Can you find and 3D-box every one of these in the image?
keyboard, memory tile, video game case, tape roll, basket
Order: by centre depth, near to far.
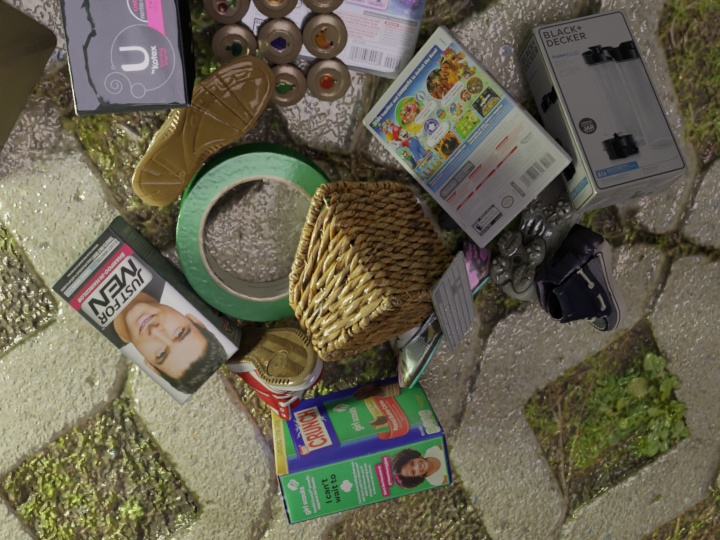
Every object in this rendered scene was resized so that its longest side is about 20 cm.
[{"bbox_3d":[-0.087,-0.264,0.894,0.150,0.017,0.203,-6,127,-2],"label":"memory tile"},{"bbox_3d":[-0.022,-0.315,0.919,0.196,0.024,0.185,9,108,-12],"label":"video game case"},{"bbox_3d":[0.113,-0.144,0.941,0.200,0.018,0.143,46,121,3],"label":"video game case"},{"bbox_3d":[0.000,0.000,0.954,0.142,0.199,0.150,-39,76,29],"label":"basket"},{"bbox_3d":[0.108,0.040,0.967,0.011,0.200,0.056,36,79,23],"label":"keyboard"},{"bbox_3d":[-0.113,-0.043,0.991,0.196,0.048,0.204,-3,110,-9],"label":"tape roll"}]

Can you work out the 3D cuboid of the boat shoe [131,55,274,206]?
[{"bbox_3d":[-0.172,-0.159,0.920,0.199,0.070,0.074,-41,118,14],"label":"boat shoe"}]

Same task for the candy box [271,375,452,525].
[{"bbox_3d":[-0.005,0.210,1.038,0.196,0.169,0.078,-15,109,-4],"label":"candy box"}]

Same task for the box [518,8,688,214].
[{"bbox_3d":[0.262,-0.176,0.939,0.114,0.060,0.203,-13,74,-10],"label":"box"}]

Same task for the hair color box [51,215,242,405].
[{"bbox_3d":[-0.241,0.046,0.981,0.099,0.061,0.200,-43,104,8],"label":"hair color box"}]

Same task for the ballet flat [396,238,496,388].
[{"bbox_3d":[0.089,0.047,1.055,0.071,0.069,0.201,34,96,-7],"label":"ballet flat"}]

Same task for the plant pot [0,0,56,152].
[{"bbox_3d":[-0.436,-0.180,0.812,0.198,0.177,0.202,29,104,-19],"label":"plant pot"}]

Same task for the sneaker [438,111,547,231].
[{"bbox_3d":[0.165,-0.126,1.000,0.198,0.066,0.091,-34,88,9],"label":"sneaker"}]

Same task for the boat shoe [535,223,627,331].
[{"bbox_3d":[0.263,0.036,1.038,0.093,0.074,0.201,-46,138,-12],"label":"boat shoe"}]

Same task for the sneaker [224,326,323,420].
[{"bbox_3d":[-0.078,0.125,0.993,0.113,0.199,0.072,47,69,-27],"label":"sneaker"}]

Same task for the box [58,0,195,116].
[{"bbox_3d":[-0.216,-0.229,0.820,0.104,0.200,0.125,-6,112,-7],"label":"box"}]

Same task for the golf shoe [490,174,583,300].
[{"bbox_3d":[0.232,-0.054,1.045,0.202,0.078,0.097,-56,146,-2],"label":"golf shoe"}]
